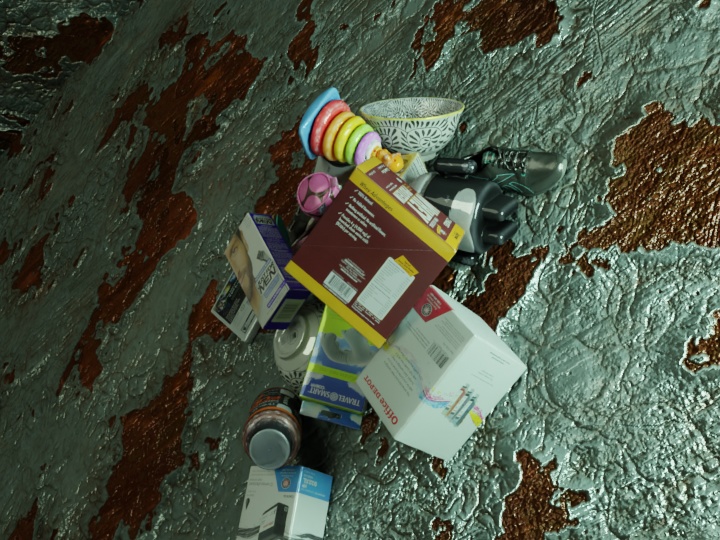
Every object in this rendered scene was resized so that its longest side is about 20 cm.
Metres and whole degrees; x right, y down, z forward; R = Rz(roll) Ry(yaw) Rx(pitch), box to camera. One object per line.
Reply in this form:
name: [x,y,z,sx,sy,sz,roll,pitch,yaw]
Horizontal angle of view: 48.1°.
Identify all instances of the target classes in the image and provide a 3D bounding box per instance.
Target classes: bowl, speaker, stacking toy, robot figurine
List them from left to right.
bowl: [-0.105,0.139,1.544,0.199,0.094,0.204,-25,50,34]
speaker: [-0.056,-0.188,1.622,0.201,0.080,0.083,114,165,-63]
stacking toy: [-0.003,-0.227,1.449,0.198,0.110,0.117,30,74,22]
bowl: [0.098,-0.262,1.530,0.200,0.198,0.096,27,127,50]
robot figurine: [0.166,-0.099,1.364,0.197,0.124,0.153,13,81,33]

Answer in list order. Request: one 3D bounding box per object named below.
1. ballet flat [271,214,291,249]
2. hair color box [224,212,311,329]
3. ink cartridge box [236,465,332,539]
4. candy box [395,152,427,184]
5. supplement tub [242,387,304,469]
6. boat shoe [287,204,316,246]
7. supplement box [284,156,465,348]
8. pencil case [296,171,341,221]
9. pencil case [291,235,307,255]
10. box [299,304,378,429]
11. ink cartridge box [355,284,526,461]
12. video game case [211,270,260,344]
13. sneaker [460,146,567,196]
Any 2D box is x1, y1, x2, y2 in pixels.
ballet flat: [-0.163,-0.015,1.592,0.062,0.069,0.203,-23,66,12]
hair color box: [-0.178,0.000,1.530,0.110,0.064,0.201,-53,51,30]
ink cartridge box: [-0.139,0.449,1.402,0.144,0.083,0.203,-12,59,41]
candy box: [0.026,-0.126,1.436,0.115,0.057,0.201,-1,41,39]
supplement tub: [-0.154,0.283,1.434,0.108,0.106,0.200,-55,6,5]
boat shoe: [-0.116,-0.106,1.674,0.057,0.066,0.200,54,149,7]
supplement box: [0.025,-0.033,1.269,0.201,0.196,0.133,-52,-2,19]
pencil case: [-0.030,-0.113,1.536,0.093,0.199,0.092,-31,58,22]
pencil case: [-0.113,-0.022,1.655,0.199,0.086,0.084,-33,39,25]
box: [-0.031,0.168,1.442,0.120,0.048,0.203,13,73,9]
ink cartridge box: [0.121,0.162,1.253,0.201,0.144,0.146,-51,40,10]
video game case: [-0.243,0.040,1.803,0.181,0.023,0.202,30,91,50]
sneaker: [0.252,-0.171,1.367,0.198,0.079,0.077,-3,65,44]
